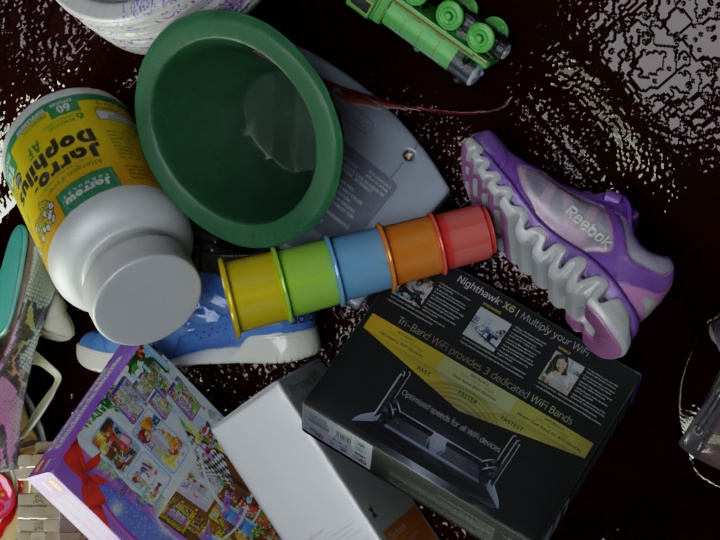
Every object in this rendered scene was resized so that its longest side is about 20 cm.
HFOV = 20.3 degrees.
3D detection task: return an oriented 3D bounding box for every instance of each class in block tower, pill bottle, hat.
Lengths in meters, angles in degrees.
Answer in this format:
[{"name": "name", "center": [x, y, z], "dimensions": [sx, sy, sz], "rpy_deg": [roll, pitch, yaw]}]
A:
[{"name": "block tower", "center": [-0.232, 0.234, 1.567], "dimensions": [0.058, 0.054, 0.202], "rpy_deg": [-6, 82, 42]}, {"name": "pill bottle", "center": [-0.191, -0.039, 1.501], "dimensions": [0.113, 0.112, 0.200], "rpy_deg": [-51, 44, 19]}, {"name": "hat", "center": [-0.040, -0.116, 1.474], "dimensions": [0.200, 0.176, 0.166], "rpy_deg": [45, 124, 8]}]

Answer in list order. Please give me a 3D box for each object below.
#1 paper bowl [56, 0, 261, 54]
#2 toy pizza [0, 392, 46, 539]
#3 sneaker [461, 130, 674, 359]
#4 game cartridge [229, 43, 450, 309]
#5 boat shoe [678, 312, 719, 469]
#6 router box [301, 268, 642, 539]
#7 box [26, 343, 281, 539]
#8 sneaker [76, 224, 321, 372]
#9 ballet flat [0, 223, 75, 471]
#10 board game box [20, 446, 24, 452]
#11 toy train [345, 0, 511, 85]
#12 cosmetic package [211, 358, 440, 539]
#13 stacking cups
[{"name": "paper bowl", "center": [-0.132, -0.253, 1.477], "dimensions": [0.199, 0.104, 0.202], "rpy_deg": [-12, 66, 27]}, {"name": "toy pizza", "center": [-0.348, 0.156, 1.653], "dimensions": [0.199, 0.032, 0.202], "rpy_deg": [3, 98, 20]}, {"name": "sneaker", "center": [0.152, -0.032, 1.453], "dimensions": [0.088, 0.081, 0.200], "rpy_deg": [-36, 67, -12]}, {"name": "game cartridge", "center": [-0.038, -0.083, 1.501], "dimensions": [0.200, 0.040, 0.134], "rpy_deg": [40, 87, 5]}, {"name": "boat shoe", "center": [0.277, 0.051, 1.421], "dimensions": [0.064, 0.072, 0.201], "rpy_deg": [18, 109, 11]}, {"name": "router box", "center": [0.080, 0.096, 1.460], "dimensions": [0.199, 0.052, 0.158], "rpy_deg": [31, 65, 13]}, {"name": "box", "center": [-0.140, 0.168, 1.512], "dimensions": [0.039, 0.137, 0.200], "rpy_deg": [-18, 121, 48]}, {"name": "sneaker", "center": [-0.131, 0.018, 1.555], "dimensions": [0.198, 0.077, 0.112], "rpy_deg": [-5, 97, 20]}, {"name": "ballet flat", "center": [-0.270, 0.065, 1.606], "dimensions": [0.071, 0.069, 0.201], "rpy_deg": [20, 74, -22]}, {"name": "board game box", "center": [-0.341, 0.218, 1.688], "dimensions": [0.104, 0.023, 0.201], "rpy_deg": [29, 106, 15]}, {"name": "toy train", "center": [0.024, -0.207, 1.488], "dimensions": [0.200, 0.042, 0.057], "rpy_deg": [38, 118, 10]}, {"name": "cosmetic package", "center": [-0.018, 0.175, 1.526], "dimensions": [0.071, 0.101, 0.201], "rpy_deg": [-35, 87, 20]}, {"name": "stacking cups", "center": [0.000, 0.000, 1.446], "dimensions": [0.198, 0.061, 0.061], "rpy_deg": [-12, 95, -6]}]
